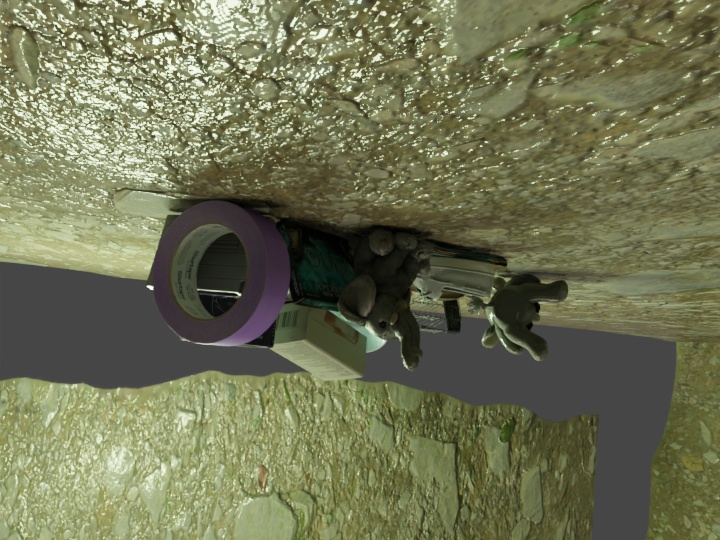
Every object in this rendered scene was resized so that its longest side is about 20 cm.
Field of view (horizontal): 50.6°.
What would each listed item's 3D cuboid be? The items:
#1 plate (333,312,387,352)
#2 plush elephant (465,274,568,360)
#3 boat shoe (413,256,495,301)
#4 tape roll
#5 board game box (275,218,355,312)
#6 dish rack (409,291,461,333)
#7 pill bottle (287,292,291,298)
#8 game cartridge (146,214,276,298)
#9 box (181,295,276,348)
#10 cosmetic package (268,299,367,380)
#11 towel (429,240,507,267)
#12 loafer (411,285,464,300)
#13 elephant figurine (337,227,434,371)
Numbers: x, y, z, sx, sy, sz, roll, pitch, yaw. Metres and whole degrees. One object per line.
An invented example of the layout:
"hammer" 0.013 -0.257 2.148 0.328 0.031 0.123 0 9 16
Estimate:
"plate" -0.031 0.087 1.513 0.197 0.026 0.202 15 138 14
"plush elephant" 0.318 0.088 1.589 0.197 0.167 0.155 12 178 13
"boat shoe" 0.130 0.016 1.292 0.197 0.073 0.070 4 174 -2
"tape roll" -0.200 0.005 1.091 0.197 0.204 0.065 3 174 26
"board game box" -0.056 -0.001 1.237 0.028 0.137 0.199 -27 158 27
"dish rack" 0.130 0.060 1.566 0.198 0.156 0.054 10 157 -44
"pill bottle" -0.200 -0.006 1.405 0.196 0.115 0.113 7 174 -5
"game cartridge" -0.230 -0.026 1.179 0.197 0.131 0.038 3 155 25
"box" -0.211 0.025 1.286 0.146 0.204 0.107 6 174 -2
"cosmetic package" -0.081 0.134 1.451 0.102 0.089 0.200 -10 148 30
"towel" 0.145 -0.025 1.352 0.198 0.022 0.146 9 173 -38
"loafer" 0.142 0.019 1.489 0.197 0.077 0.067 9 179 -28
"elephant figurine" 0.035 0.044 1.190 0.139 0.203 0.155 13 172 -3
